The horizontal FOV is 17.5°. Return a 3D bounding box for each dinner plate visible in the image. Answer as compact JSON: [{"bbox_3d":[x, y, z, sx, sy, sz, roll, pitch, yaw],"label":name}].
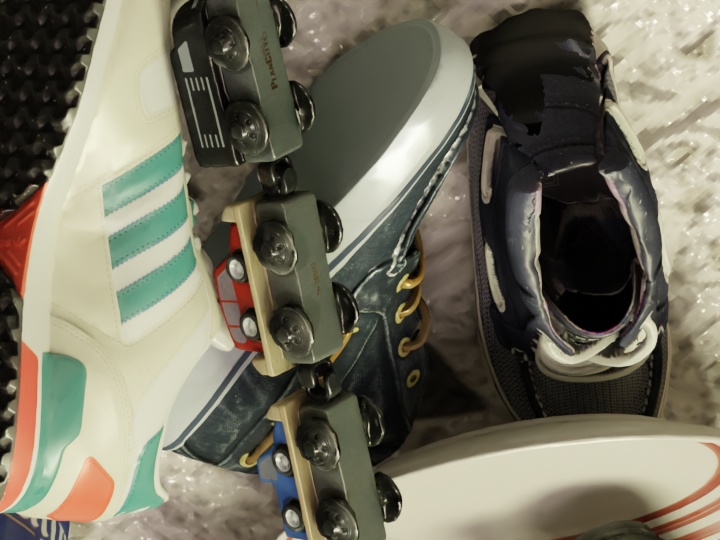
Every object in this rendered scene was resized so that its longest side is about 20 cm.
[{"bbox_3d":[0.063,0.086,0.873,0.199,0.024,0.200,-7,157,-3],"label":"dinner plate"}]

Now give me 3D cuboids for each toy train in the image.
[{"bbox_3d":[-0.027,0.007,0.759,0.046,0.034,0.201,0,109,41],"label":"toy train"}]

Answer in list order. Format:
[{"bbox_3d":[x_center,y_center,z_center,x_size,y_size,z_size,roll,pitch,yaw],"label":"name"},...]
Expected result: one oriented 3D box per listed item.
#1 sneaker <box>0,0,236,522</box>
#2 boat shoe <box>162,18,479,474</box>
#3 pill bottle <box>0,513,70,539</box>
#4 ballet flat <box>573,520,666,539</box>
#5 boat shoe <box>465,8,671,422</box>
[{"bbox_3d":[-0.083,-0.013,0.774,0.093,0.070,0.201,15,83,-42],"label":"sneaker"},{"bbox_3d":[0.000,0.000,0.827,0.091,0.071,0.200,24,125,-25],"label":"boat shoe"},{"bbox_3d":[-0.156,0.108,0.794,0.110,0.201,0.111,0,138,0],"label":"pill bottle"},{"bbox_3d":[0.129,0.157,0.931,0.066,0.057,0.200,-26,146,16],"label":"ballet flat"},{"bbox_3d":[0.075,0.015,0.824,0.074,0.093,0.201,-14,127,4],"label":"boat shoe"}]
